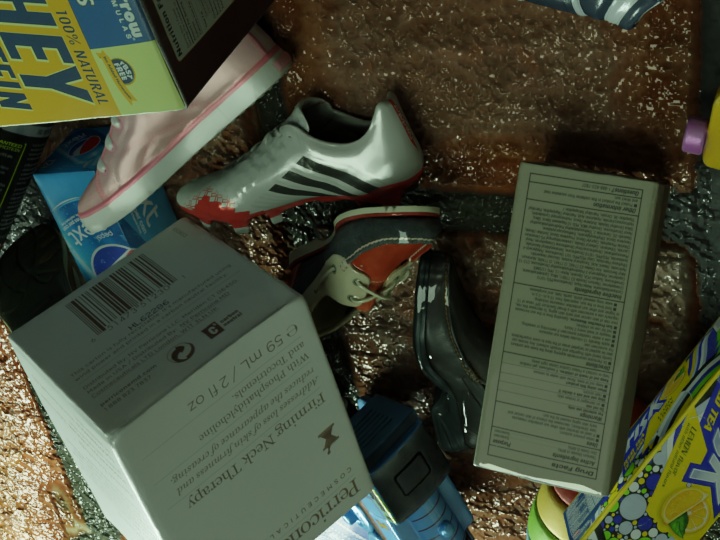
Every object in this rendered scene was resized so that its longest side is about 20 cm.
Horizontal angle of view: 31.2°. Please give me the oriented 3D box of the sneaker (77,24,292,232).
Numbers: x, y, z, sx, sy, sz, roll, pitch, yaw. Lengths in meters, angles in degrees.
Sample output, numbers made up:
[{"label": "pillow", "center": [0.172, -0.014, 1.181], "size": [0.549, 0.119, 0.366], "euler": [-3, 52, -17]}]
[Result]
[{"label": "sneaker", "center": [-0.150, -0.121, 0.913], "size": [0.200, 0.076, 0.105], "euler": [-38, 104, 21]}]

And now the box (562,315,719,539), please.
[{"label": "box", "center": [0.228, 0.123, 0.890], "size": [0.070, 0.064, 0.201], "euler": [34, 103, -7]}]

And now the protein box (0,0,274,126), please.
[{"label": "protein box", "center": [-0.164, -0.199, 0.783], "size": [0.196, 0.201, 0.136], "euler": [-1, 128, 27]}]

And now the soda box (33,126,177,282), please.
[{"label": "soda box", "center": [-0.185, -0.015, 1.047], "size": [0.063, 0.068, 0.202], "euler": [-1, 127, 27]}]

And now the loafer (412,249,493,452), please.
[{"label": "loafer", "center": [0.084, 0.061, 0.980], "size": [0.071, 0.073, 0.201], "euler": [-1, 137, 17]}]

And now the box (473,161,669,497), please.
[{"label": "box", "center": [0.139, 0.035, 0.846], "size": [0.094, 0.078, 0.203], "euler": [12, 97, 19]}]

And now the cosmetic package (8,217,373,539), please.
[{"label": "cosmetic package", "center": [-0.120, 0.106, 0.946], "size": [0.166, 0.167, 0.202], "euler": [30, 149, 45]}]

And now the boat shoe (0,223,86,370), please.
[{"label": "boat shoe", "center": [-0.249, 0.040, 1.054], "size": [0.075, 0.201, 0.074], "euler": [-33, 130, 2]}]

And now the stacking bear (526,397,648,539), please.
[{"label": "stacking bear", "center": [0.188, 0.183, 0.999], "size": [0.121, 0.113, 0.202], "euler": [38, 135, 44]}]

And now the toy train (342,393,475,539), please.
[{"label": "toy train", "center": [0.035, 0.190, 1.078], "size": [0.114, 0.087, 0.201], "euler": [17, 143, 57]}]

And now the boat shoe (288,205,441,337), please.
[{"label": "boat shoe", "center": [0.000, 0.000, 0.927], "size": [0.070, 0.064, 0.200], "euler": [7, 164, -26]}]

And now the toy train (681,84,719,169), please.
[{"label": "toy train", "center": [0.281, -0.082, 0.764], "size": [0.149, 0.056, 0.200], "euler": [32, 138, -3]}]

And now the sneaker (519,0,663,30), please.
[{"label": "sneaker", "center": [0.141, -0.220, 0.700], "size": [0.107, 0.070, 0.201], "euler": [25, 142, 13]}]

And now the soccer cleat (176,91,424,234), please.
[{"label": "soccer cleat", "center": [-0.049, -0.080, 0.928], "size": [0.197, 0.069, 0.086], "euler": [-4, 117, 26]}]

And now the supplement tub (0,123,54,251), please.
[{"label": "supplement tub", "center": [-0.302, -0.089, 0.956], "size": [0.121, 0.123, 0.202], "euler": [27, 100, 3]}]

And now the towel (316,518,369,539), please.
[{"label": "towel", "center": [-0.039, 0.272, 1.258], "size": [0.144, 0.024, 0.200], "euler": [32, 137, -5]}]
